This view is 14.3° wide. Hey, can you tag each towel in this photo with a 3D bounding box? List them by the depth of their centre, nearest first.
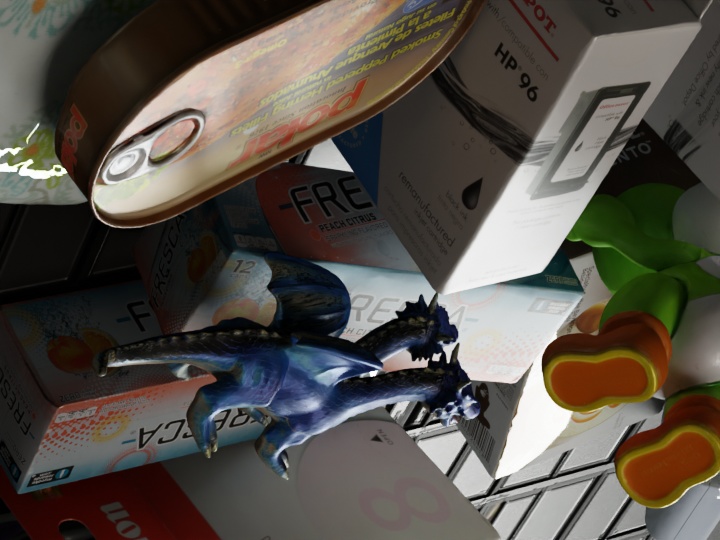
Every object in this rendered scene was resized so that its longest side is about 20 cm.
[{"bbox_3d":[-0.116,-0.100,1.111,0.171,0.048,0.200,6,133,-50],"label":"towel"}]

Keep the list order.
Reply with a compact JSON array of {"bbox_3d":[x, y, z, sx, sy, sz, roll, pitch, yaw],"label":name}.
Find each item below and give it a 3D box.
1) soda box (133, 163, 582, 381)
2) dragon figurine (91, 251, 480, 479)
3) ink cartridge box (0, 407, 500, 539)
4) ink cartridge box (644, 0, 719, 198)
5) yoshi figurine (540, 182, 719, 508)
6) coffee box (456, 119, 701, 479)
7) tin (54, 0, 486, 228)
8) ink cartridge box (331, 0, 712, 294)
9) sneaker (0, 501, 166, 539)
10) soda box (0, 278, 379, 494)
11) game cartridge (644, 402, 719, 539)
[{"bbox_3d":[0.000,0.000,1.322,0.199,0.064,0.068,7,134,-35],"label":"soda box"},{"bbox_3d":[-0.030,0.033,1.231,0.099,0.059,0.200,-39,141,20],"label":"dragon figurine"},{"bbox_3d":[-0.056,0.111,1.382,0.199,0.163,0.057,-6,132,-41],"label":"ink cartridge box"},{"bbox_3d":[0.190,-0.091,1.260,0.068,0.200,0.116,-6,136,-41],"label":"ink cartridge box"},{"bbox_3d":[0.136,0.018,1.302,0.200,0.111,0.113,-57,163,-50],"label":"yoshi figurine"},{"bbox_3d":[0.114,0.009,1.495,0.114,0.080,0.200,-20,150,-24],"label":"coffee box"},{"bbox_3d":[-0.034,-0.085,1.148,0.199,0.042,0.112,-28,153,-29],"label":"tin"},{"bbox_3d":[0.068,-0.101,1.233,0.068,0.116,0.200,-11,144,-39],"label":"ink cartridge box"},{"bbox_3d":[-0.099,0.141,1.424,0.199,0.076,0.088,-16,-176,-16],"label":"sneaker"},{"bbox_3d":[-0.083,0.044,1.359,0.199,0.064,0.069,-10,145,-36],"label":"soda box"},{"bbox_3d":[0.192,0.042,1.532,0.041,0.201,0.133,15,157,-3],"label":"game cartridge"}]
